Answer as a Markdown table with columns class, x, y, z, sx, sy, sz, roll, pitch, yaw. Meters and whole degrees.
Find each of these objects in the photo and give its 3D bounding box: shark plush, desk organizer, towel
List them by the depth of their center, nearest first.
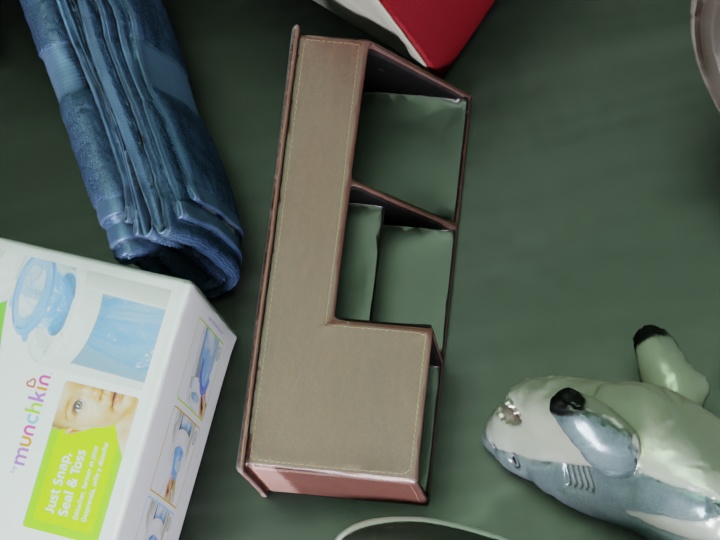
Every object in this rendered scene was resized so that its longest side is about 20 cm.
| class | x | y | z | sx | sy | sz | roll | pitch | yaw |
| --- | --- | --- | --- | --- | --- | --- | --- | --- | --- |
| shark plush | 0.146 | 0.106 | 0.926 | 0.200 | 0.091 | 0.083 | 34 | 125 | 5 |
| desk organizer | 0.000 | 0.000 | 0.965 | 0.077 | 0.072 | 0.201 | 5 | 76 | 7 |
| towel | -0.105 | -0.089 | 0.983 | 0.048 | 0.112 | 0.200 | -25 | 73 | 9 |

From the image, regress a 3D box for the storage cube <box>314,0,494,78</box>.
| class | x | y | z | sx | sy | sz | roll | pitch | yaw |
| --- | --- | --- | --- | --- | --- | --- | --- | --- | --- |
| storage cube | 0.004 | -0.217 | 0.962 | 0.171 | 0.200 | 0.180 | 34 | 89 | 15 |

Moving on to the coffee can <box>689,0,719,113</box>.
| class | x | y | z | sx | sy | sz | roll | pitch | yaw |
| --- | --- | --- | --- | --- | --- | --- | --- | --- | --- |
| coffee can | 0.251 | -0.132 | 0.892 | 0.146 | 0.146 | 0.200 | 38 | 62 | 16 |

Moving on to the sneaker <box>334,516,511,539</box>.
| class | x | y | z | sx | sy | sz | roll | pitch | yaw |
| --- | --- | --- | --- | --- | --- | --- | --- | --- | --- |
| sneaker | 0.069 | 0.153 | 0.898 | 0.200 | 0.099 | 0.071 | 28 | 82 | 16 |

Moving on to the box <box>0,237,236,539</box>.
| class | x | y | z | sx | sy | sz | roll | pitch | yaw |
| --- | --- | --- | --- | --- | --- | --- | --- | --- | --- |
| box | -0.140 | 0.099 | 0.942 | 0.112 | 0.101 | 0.200 | 12 | 77 | 11 |
